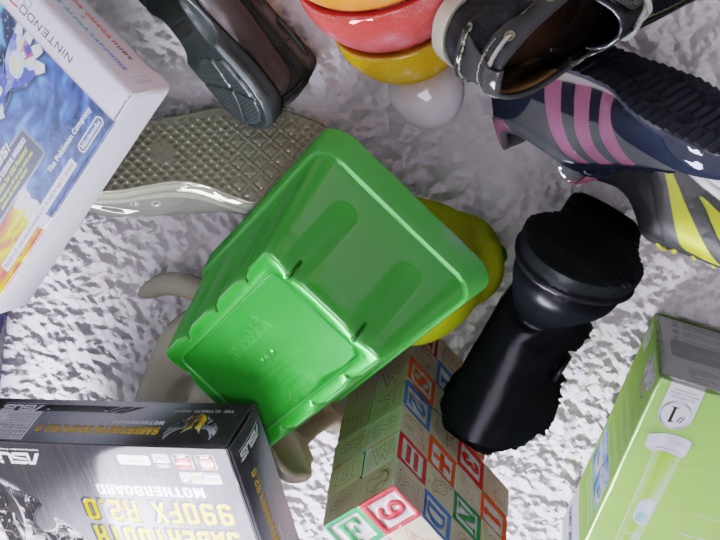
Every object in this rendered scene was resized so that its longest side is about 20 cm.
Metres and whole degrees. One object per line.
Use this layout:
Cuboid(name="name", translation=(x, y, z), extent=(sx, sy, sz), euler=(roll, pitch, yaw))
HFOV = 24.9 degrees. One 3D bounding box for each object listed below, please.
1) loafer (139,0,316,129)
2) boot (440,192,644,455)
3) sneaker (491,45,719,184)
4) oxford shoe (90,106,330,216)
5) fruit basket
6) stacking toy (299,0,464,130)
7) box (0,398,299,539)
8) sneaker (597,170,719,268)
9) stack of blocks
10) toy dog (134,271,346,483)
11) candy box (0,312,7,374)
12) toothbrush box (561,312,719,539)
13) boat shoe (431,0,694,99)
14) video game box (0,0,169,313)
Cuboid(name="loafer", translation=(-0.102, -0.183, 1.016), extent=(0.200, 0.063, 0.072), euler=(55, 154, -20))
Cuboid(name="boot", translation=(0.108, 0.047, 1.023), extent=(0.076, 0.200, 0.169), euler=(29, 107, 7))
Cuboid(name="sneaker", translation=(0.156, -0.082, 0.980), extent=(0.070, 0.200, 0.082), euler=(-20, 126, -32))
Cuboid(name="oxford shoe", translation=(-0.101, -0.067, 1.080), extent=(0.199, 0.076, 0.058), euler=(-1, 161, -1))
Cuboid(name="fruit basket", translation=(0.000, 0.000, 1.036), extent=(0.155, 0.216, 0.216), euler=(43, 117, -4))
Cuboid(name="stacking toy", translation=(0.021, -0.160, 0.981), extent=(0.145, 0.147, 0.201), euler=(-10, 133, 13))
Cuboid(name="box", translation=(-0.143, 0.161, 1.067), extent=(0.199, 0.048, 0.159), euler=(0, 122, 24))
Cuboid(name="sneaker", translation=(0.227, -0.034, 1.031), extent=(0.200, 0.074, 0.085), euler=(50, 131, 9))
Cuboid(name="stack of blocks", translation=(0.043, 0.132, 1.087), extent=(0.058, 0.200, 0.115), euler=(-33, 113, 23))
Cuboid(name="toy dog", translation=(-0.131, 0.121, 1.145), extent=(0.200, 0.140, 0.194), euler=(-40, 95, 25))
Cuboid(name="candy box", translation=(-0.344, 0.058, 1.169), extent=(0.168, 0.077, 0.201), euler=(12, 120, -1))
Cuboid(name="toothbrush box", translation=(0.240, 0.149, 1.138), extent=(0.145, 0.086, 0.201), euler=(16, 120, -2))
Cuboid(name="boat shoe", translation=(0.142, -0.152, 0.948), extent=(0.199, 0.068, 0.072), euler=(-23, 130, -18))
Cuboid(name="video game box", translation=(-0.238, -0.104, 1.038), extent=(0.182, 0.047, 0.200), euler=(46, 119, 15))
